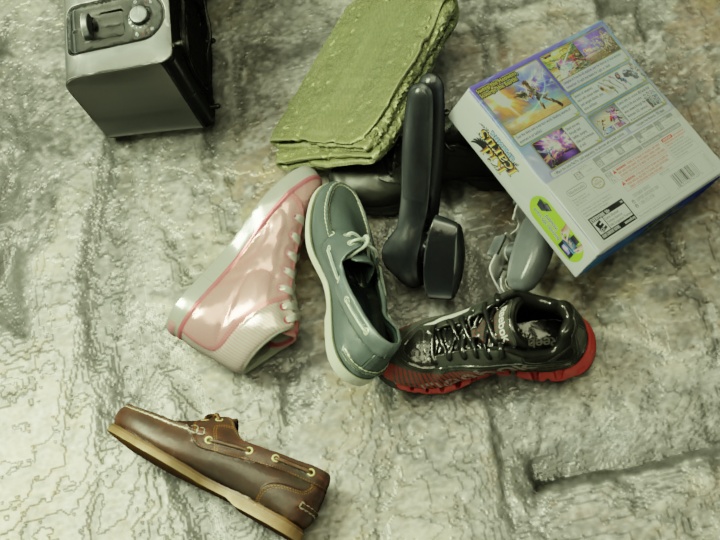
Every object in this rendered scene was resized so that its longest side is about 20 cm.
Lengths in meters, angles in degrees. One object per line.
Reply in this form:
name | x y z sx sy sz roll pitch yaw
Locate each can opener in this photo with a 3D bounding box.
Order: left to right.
can opener | 0.057 -0.075 1.361 0.078 0.063 0.202 4 109 11
can opener | 0.175 -0.061 1.382 0.067 0.053 0.201 -4 51 52

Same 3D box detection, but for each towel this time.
towel | 0.004 -0.178 1.452 0.147 0.036 0.201 5 60 43

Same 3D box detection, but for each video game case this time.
video game case | 0.202 -0.112 1.359 0.199 0.045 0.182 -29 77 -38

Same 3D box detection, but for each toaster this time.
toaster | -0.207 -0.237 1.463 0.117 0.200 0.183 -7 73 7

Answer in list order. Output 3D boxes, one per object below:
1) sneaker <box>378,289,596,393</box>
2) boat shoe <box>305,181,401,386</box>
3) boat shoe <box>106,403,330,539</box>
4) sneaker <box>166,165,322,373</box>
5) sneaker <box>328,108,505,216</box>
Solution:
sneaker | 0.104 0.059 1.332 0.198 0.098 0.072 -6 67 6
boat shoe | 0.000 0.000 1.347 0.072 0.062 0.202 16 52 -33
boat shoe | -0.121 0.161 1.332 0.198 0.070 0.071 27 79 9
sneaker | -0.075 0.007 1.394 0.104 0.075 0.201 36 74 13
sneaker | 0.065 -0.110 1.416 0.198 0.091 0.077 -14 66 3
